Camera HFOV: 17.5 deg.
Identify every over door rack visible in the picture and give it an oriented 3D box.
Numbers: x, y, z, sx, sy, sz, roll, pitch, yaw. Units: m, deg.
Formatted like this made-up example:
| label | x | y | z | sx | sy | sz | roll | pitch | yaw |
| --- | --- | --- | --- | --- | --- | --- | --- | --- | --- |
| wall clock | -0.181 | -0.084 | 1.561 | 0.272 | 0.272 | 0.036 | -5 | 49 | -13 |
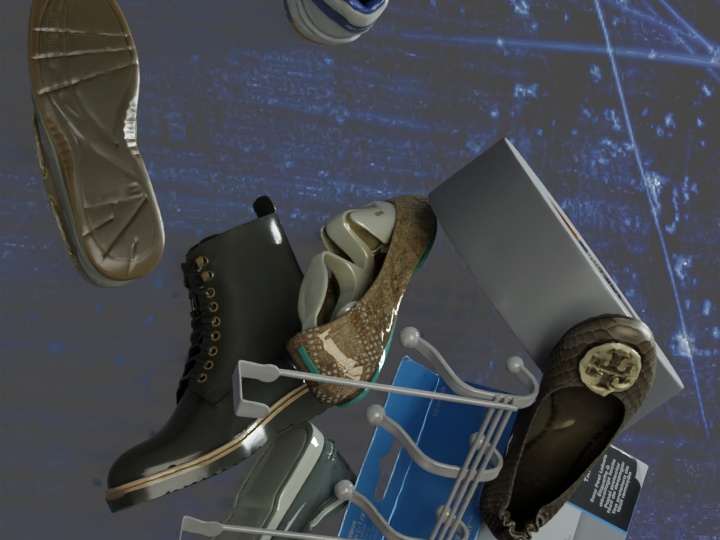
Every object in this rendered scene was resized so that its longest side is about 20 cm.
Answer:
| label | x | y | z | sx | sy | sz | roll | pitch | yaw |
| --- | --- | --- | --- | --- | --- | --- | --- | --- | --- |
| over door rack | -0.008 | 0.107 | 1.415 | 0.199 | 0.067 | 0.148 | 1 | 132 | -25 |

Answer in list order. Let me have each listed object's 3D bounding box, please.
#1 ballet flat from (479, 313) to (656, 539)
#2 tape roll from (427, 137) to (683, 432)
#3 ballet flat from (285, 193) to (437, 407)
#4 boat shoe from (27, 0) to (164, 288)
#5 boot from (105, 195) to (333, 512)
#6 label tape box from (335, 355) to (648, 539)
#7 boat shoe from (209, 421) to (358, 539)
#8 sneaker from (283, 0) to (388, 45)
| label | x | y | z | sx | sy | sz | roll | pitch | yaw |
| --- | --- | --- | --- | --- | --- | --- | --- | --- | --- |
| ballet flat | 0.123 | 0.102 | 1.429 | 0.067 | 0.200 | 0.046 | 23 | 42 | -8 |
| tape roll | 0.126 | 0.013 | 1.521 | 0.066 | 0.200 | 0.201 | -35 | 105 | 6 |
| ballet flat | 0.000 | 0.000 | 1.496 | 0.065 | 0.070 | 0.200 | 47 | 35 | -22 |
| boat shoe | -0.173 | -0.084 | 1.455 | 0.074 | 0.066 | 0.201 | -4 | 76 | -25 |
| boot | -0.103 | 0.053 | 1.486 | 0.200 | 0.077 | 0.139 | -31 | 97 | -37 |
| label tape box | 0.089 | 0.159 | 1.549 | 0.200 | 0.066 | 0.144 | 30 | 75 | -39 |
| boat shoe | -0.068 | 0.193 | 1.491 | 0.062 | 0.073 | 0.200 | 42 | 69 | -28 |
| sneaker | -0.018 | -0.251 | 1.527 | 0.075 | 0.088 | 0.201 | -15 | 93 | -24 |
